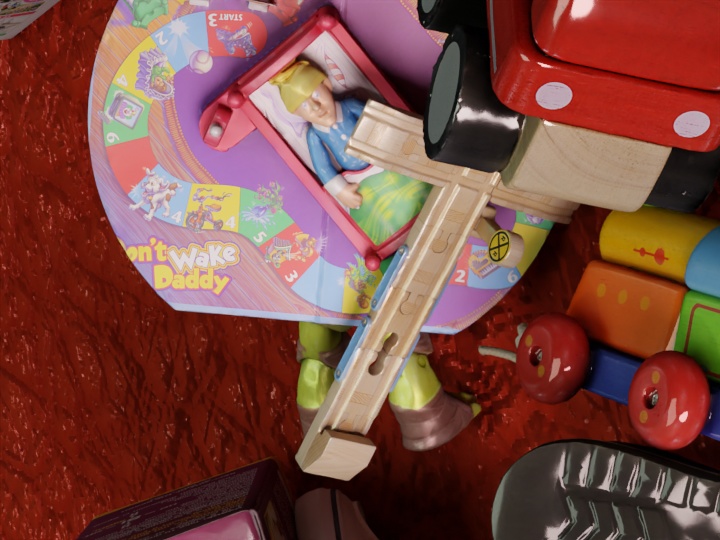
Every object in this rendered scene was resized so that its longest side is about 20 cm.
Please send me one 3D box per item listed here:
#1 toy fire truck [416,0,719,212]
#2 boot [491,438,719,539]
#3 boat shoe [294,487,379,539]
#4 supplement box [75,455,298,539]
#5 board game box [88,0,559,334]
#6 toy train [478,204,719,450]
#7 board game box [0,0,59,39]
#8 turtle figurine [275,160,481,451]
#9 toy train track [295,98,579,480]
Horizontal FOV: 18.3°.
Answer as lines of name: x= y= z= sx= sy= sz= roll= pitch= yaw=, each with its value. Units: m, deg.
toy fire truck: x=0.107 y=-0.139 z=0.732 sx=0.201 sy=0.128 sz=0.177 roll=113 pitch=163 yaw=-45
boot: x=0.153 y=0.104 z=0.809 sx=0.199 sy=0.138 sz=0.078 roll=25 pitch=95 yaw=11
boat shoe: x=0.023 y=0.168 z=1.016 sx=0.201 sy=0.066 sz=0.074 roll=-112 pitch=1 yaw=-49
supplement box: x=-0.068 y=0.170 z=1.020 sx=0.200 sy=0.102 sz=0.132 roll=-61 pitch=-47 yaw=-89
board game box: x=-0.012 y=-0.053 z=0.893 sx=0.039 sy=0.198 sz=0.159 roll=-82 pitch=-2 yaw=-79
toy train: x=0.105 y=-0.005 z=0.842 sx=0.200 sy=0.084 sz=0.117 roll=20 pitch=101 yaw=58
board game box: x=-0.216 y=-0.171 z=1.189 sx=0.200 sy=0.147 sz=0.065 roll=-23 pitch=82 yaw=55
turtle figurine: x=0.000 y=0.000 z=0.958 sx=0.198 sy=0.065 sz=0.162 roll=-11 pitch=116 yaw=16
toy train track: x=0.031 y=0.001 z=0.878 sx=0.201 sy=0.114 sz=0.033 roll=-63 pitch=36 yaw=18
